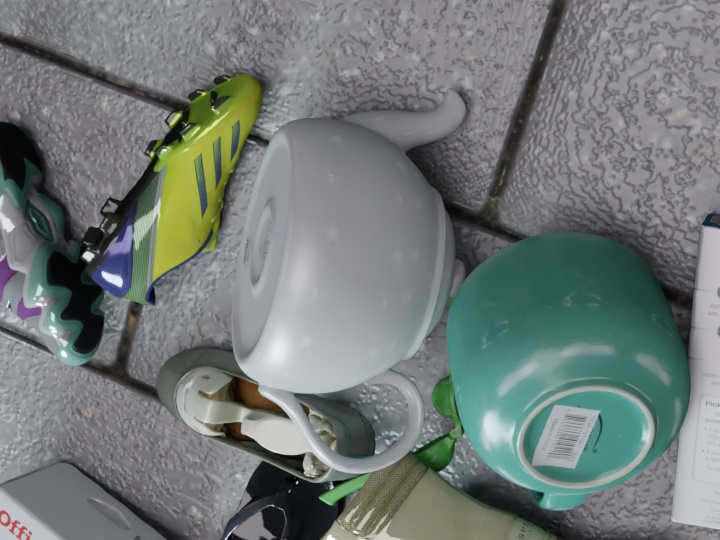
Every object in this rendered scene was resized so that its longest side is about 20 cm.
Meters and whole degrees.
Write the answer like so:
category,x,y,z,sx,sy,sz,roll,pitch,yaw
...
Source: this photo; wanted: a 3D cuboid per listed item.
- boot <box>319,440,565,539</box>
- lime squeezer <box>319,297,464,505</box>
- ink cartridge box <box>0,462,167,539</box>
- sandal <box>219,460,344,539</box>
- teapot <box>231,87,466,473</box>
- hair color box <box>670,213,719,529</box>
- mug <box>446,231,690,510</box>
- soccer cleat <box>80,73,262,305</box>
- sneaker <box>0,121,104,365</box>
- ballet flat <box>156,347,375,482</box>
category,x,y,z,sx,sy,sz,roll,pitch,yaw
boot,0.034,0.237,1.016,0.155,0.073,0.201,31,102,7
lime squeezer,0.048,0.099,1.047,0.070,0.038,0.201,34,105,25
ink cartridge box,-0.245,0.278,1.150,0.144,0.084,0.201,32,109,21
sandal,-0.079,0.214,1.110,0.076,0.043,0.201,39,110,9
teapot,0.000,0.000,0.984,0.145,0.198,0.201,11,130,-15
hair color box,0.265,0.069,0.950,0.099,0.060,0.202,7,103,18
mug,0.143,0.080,0.941,0.151,0.115,0.185,-29,123,16
soccer cleat,-0.127,-0.059,1.076,0.083,0.065,0.200,34,108,-21
sneaker,-0.289,-0.001,1.132,0.139,0.078,0.201,-27,81,24
ballet flat,-0.082,0.103,1.060,0.199,0.064,0.068,16,99,28
